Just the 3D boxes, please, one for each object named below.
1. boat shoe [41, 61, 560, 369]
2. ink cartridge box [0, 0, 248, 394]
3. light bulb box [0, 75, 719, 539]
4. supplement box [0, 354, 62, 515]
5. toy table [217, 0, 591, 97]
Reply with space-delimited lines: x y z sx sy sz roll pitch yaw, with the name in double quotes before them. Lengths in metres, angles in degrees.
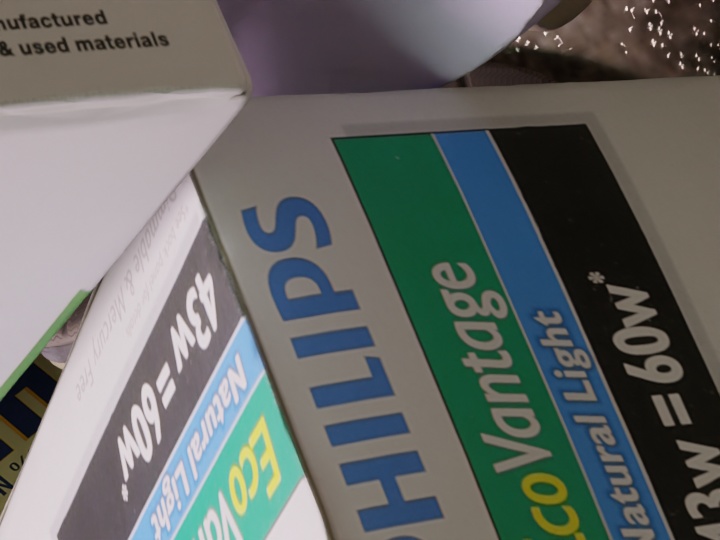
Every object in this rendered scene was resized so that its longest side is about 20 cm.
"boat shoe" 0.000 0.000 0.743 0.199 0.075 0.073 -11 138 44
"ink cartridge box" -0.119 -0.076 0.538 0.145 0.084 0.201 -46 60 46
"light bulb box" 0.037 0.067 0.605 0.125 0.199 0.199 67 146 32
"supplement box" -0.121 0.107 0.885 0.199 0.134 0.201 27 136 28
"toy table" -0.007 -0.118 0.603 0.199 0.117 0.185 21 132 32
